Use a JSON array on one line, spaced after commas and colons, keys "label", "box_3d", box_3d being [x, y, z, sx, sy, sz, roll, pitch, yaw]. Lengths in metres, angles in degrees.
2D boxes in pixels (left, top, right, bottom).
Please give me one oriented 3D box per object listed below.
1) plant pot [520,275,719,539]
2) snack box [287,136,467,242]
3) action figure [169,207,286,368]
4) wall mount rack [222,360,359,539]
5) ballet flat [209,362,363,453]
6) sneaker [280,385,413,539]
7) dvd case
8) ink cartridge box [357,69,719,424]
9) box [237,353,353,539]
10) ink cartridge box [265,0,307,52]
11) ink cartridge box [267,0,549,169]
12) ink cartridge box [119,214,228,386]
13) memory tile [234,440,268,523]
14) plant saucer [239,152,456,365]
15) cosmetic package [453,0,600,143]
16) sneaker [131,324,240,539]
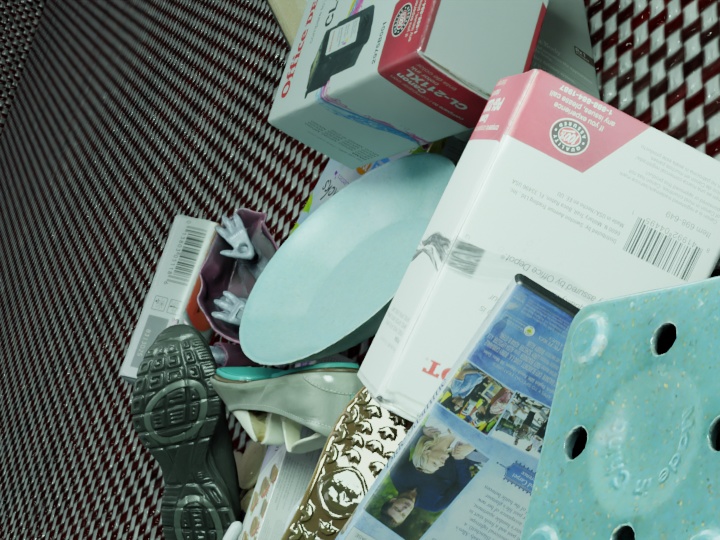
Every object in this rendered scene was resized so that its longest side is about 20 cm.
[{"label": "plant pot", "box_3d": [0.174, 0.093, 0.477, 0.196, 0.200, 0.196, -16, 53, 58]}, {"label": "snack box", "box_3d": [0.027, -0.066, 1.082, 0.200, 0.068, 0.169, -63, 25, 9]}, {"label": "action figure", "box_3d": [-0.075, 0.032, 1.137, 0.134, 0.149, 0.200, -56, -21, -17]}, {"label": "wall mount rack", "box_3d": [-0.015, 0.167, 0.943, 0.174, 0.075, 0.200, -51, 26, -3]}, {"label": "ballet flat", "box_3d": [-0.058, 0.100, 0.960, 0.200, 0.067, 0.064, -9, 80, 60]}, {"label": "sneaker", "box_3d": [0.009, 0.140, 0.831, 0.200, 0.067, 0.090, -58, -19, -8]}, {"label": "dvd case", "box_3d": [0.089, 0.118, 0.700, 0.200, 0.143, 0.018, -57, 6, 16]}, {"label": "ink cartridge box", "box_3d": [0.107, 0.008, 0.748, 0.200, 0.146, 0.085, -65, 10, 0]}, {"label": "box", "box_3d": [-0.055, 0.161, 1.069, 0.039, 0.041, 0.200, -12, 58, 61]}, {"label": "ink cartridge box", "box_3d": [0.012, -0.264, 1.085, 0.200, 0.165, 0.075, -28, 30, 0]}, {"label": "ink cartridge box", "box_3d": [0.033, -0.164, 0.888, 0.200, 0.083, 0.146, -12, 57, 58]}, {"label": "ink cartridge box", "box_3d": [-0.148, 0.058, 1.259, 0.050, 0.200, 0.162, 12, 74, 21]}, {"label": "memory tile", "box_3d": [-0.127, 0.252, 1.157, 0.153, 0.017, 0.200, -33, 39, 49]}, {"label": "plant saucer", "box_3d": [0.000, 0.000, 0.943, 0.201, 0.039, 0.201, -35, 26, 20]}, {"label": "cosmetic package", "box_3d": [0.107, -0.178, 0.979, 0.090, 0.107, 0.200, -41, 35, 40]}, {"label": "sneaker", "box_3d": [-0.140, 0.141, 1.093, 0.091, 0.076, 0.200, -69, -26, -80]}]
